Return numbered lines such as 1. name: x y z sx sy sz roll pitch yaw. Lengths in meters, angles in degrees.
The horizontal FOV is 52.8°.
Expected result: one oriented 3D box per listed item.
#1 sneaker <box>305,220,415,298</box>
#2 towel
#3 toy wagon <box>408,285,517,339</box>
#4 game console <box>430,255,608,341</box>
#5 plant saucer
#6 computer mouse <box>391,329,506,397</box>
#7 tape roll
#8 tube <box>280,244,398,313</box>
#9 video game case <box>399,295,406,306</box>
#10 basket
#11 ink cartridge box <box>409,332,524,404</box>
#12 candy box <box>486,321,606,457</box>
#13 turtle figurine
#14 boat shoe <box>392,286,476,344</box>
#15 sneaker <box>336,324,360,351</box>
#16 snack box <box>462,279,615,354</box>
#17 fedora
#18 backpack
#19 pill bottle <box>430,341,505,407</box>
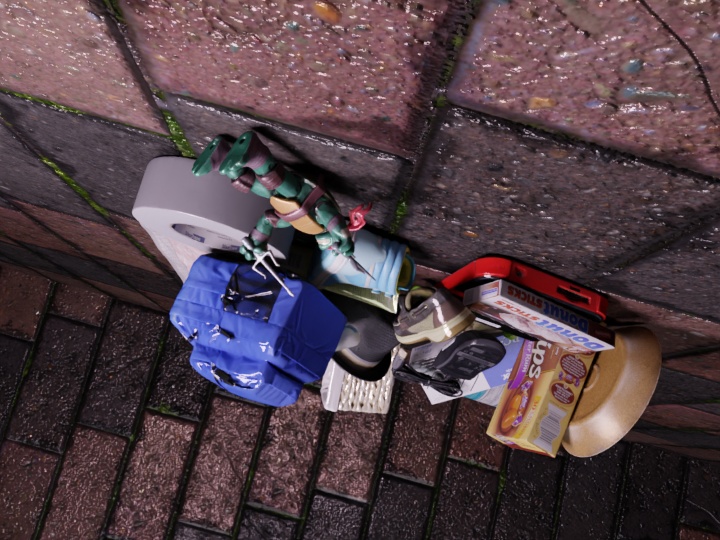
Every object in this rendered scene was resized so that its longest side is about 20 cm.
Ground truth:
1. sneaker: 0.000 0.000 0.968 0.128 0.081 0.200 19 169 -12
2. towel: -0.248 0.000 1.152 0.189 0.032 0.201 28 156 27
3. toy wagon: 0.142 0.063 1.103 0.154 0.040 0.198 29 156 -30
4. game console: 0.203 0.041 0.954 0.197 0.032 0.176 20 159 -18
5. plant saucer: 0.326 0.155 0.997 0.035 0.202 0.200 32 165 -9
6. computer mouse: 0.130 0.127 1.120 0.138 0.047 0.201 18 146 -10
7. tape roll: -0.178 -0.070 0.905 0.196 0.067 0.200 14 168 3
8. tube: -0.033 0.005 1.078 0.196 0.053 0.058 13 153 21
9. video game case: 0.174 0.086 1.275 0.198 0.023 0.181 24 166 -34
10. basket: 0.003 0.154 1.344 0.121 0.204 0.136 9 -177 -7
11. ink cartridge box: 0.188 0.149 1.194 0.197 0.044 0.095 -20 114 24
12. candy box: 0.263 0.155 1.031 0.056 0.203 0.116 28 166 -13
13. turtle figurine: -0.072 -0.058 0.745 0.148 0.102 0.200 -16 134 40
14. boat shoe: 0.086 0.052 0.935 0.066 0.072 0.200 61 160 -3
15. sneaker: -0.088 0.063 1.047 0.197 0.107 0.075 -2 -177 35
16. snack box: 0.226 0.061 0.912 0.197 0.025 0.072 23 156 -25
17. fedora: 0.006 0.070 1.141 0.091 0.204 0.199 -33 140 32
18. backpack: -0.150 0.070 0.940 0.197 0.170 0.163 17 160 29
19. pill bottle: 0.223 0.182 1.320 0.197 0.113 0.111 19 168 -15
